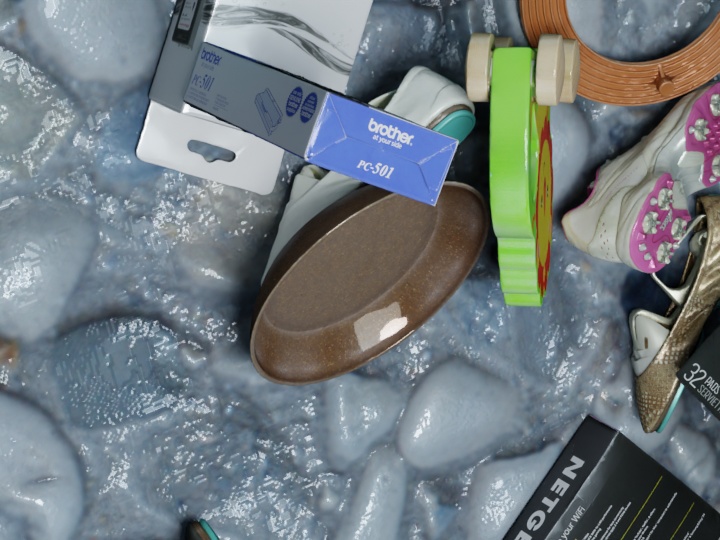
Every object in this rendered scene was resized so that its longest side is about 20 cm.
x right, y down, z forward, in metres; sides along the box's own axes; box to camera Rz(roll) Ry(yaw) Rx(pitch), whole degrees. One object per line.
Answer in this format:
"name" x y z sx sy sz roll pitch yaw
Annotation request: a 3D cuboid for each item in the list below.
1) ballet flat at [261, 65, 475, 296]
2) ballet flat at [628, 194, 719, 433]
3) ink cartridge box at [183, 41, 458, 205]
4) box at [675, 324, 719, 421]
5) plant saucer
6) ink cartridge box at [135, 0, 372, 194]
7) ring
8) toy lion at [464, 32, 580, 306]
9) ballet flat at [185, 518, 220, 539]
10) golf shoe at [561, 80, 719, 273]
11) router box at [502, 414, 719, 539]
"ballet flat" -0.005 -0.065 1.350 0.200 0.070 0.069 -44 120 12
"ballet flat" 0.252 0.029 1.525 0.065 0.071 0.201 26 87 -3
"ink cartridge box" -0.029 -0.093 1.178 0.093 0.200 0.045 18 95 -29
"box" 0.369 0.095 1.451 0.149 0.200 0.124 -51 160 17
"plant saucer" 0.000 0.000 1.345 0.199 0.037 0.201 -28 152 -17
"ink cartridge box" -0.066 -0.153 1.299 0.115 0.067 0.202 14 96 -29
"ring" 0.215 -0.210 1.417 0.198 0.019 0.202 -6 123 -9
"toy lion" 0.116 -0.069 1.358 0.068 0.200 0.194 2 95 11
"ballet flat" -0.086 0.270 1.397 0.068 0.068 0.201 -37 117 -5
"golf shoe" 0.225 -0.081 1.471 0.200 0.091 0.076 -50 129 -35
"router box" 0.186 0.240 1.539 0.149 0.051 0.201 39 83 -28
